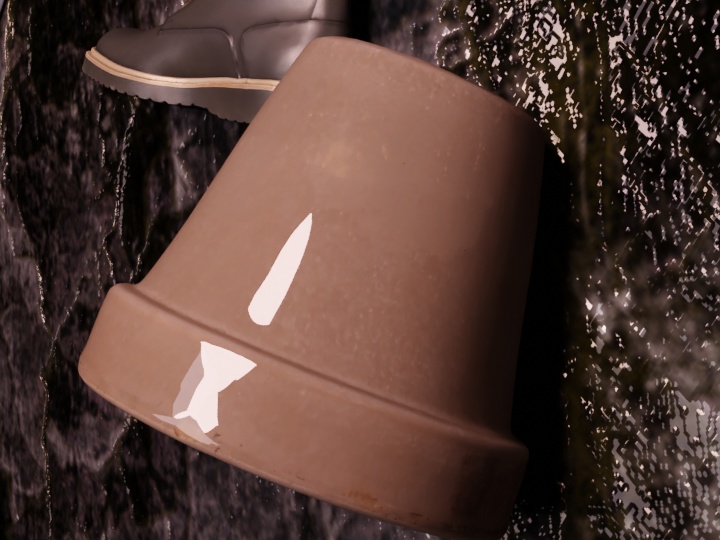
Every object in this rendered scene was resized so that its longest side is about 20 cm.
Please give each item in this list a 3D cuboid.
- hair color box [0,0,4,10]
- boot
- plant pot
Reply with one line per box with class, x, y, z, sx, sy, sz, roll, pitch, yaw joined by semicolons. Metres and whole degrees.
hair color box;-0.299;-0.282;1.046;0.099;0.060;0.201;56;130;35
boot;-0.070;-0.155;0.760;0.199;0.077;0.140;15;98;37
plant pot;0.000;0.000;0.595;0.200;0.199;0.176;22;90;49
